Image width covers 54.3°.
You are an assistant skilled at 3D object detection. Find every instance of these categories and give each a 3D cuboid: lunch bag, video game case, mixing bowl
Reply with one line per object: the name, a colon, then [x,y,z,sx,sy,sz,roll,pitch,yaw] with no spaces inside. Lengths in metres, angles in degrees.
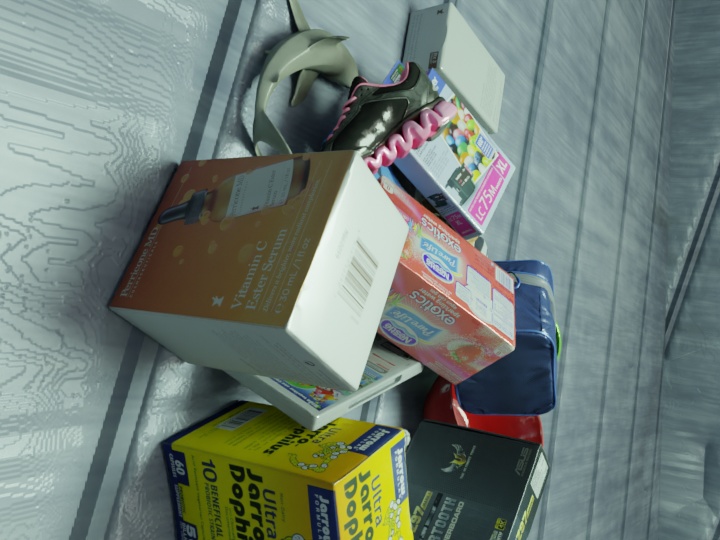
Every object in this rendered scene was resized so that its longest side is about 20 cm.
lunch bag: [0.181,0.075,0.893,0.203,0.132,0.134,75,20,-44]
video game case: [-0.039,0.088,0.708,0.198,0.141,0.018,-14,126,-55]
mixing bowl: [0.160,0.218,1.011,0.198,0.108,0.204,25,50,-34]

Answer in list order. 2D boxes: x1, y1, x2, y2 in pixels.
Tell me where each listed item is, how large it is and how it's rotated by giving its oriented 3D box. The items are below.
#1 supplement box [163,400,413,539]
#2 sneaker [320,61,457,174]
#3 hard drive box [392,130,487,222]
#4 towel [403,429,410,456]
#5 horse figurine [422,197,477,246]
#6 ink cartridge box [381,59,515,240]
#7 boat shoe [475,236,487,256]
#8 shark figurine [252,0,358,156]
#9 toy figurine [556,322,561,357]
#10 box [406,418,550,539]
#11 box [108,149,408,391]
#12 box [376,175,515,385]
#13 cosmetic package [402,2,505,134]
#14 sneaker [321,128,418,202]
supplement box: [-0.064,0.196,0.618,0.109,0.196,0.112,-20,107,-53]
sneaker: [0.002,-0.149,0.736,0.197,0.079,0.097,-32,92,-11]
hard drive box: [0.097,-0.142,0.957,0.198,0.075,0.160,17,77,-55]
towel: [-0.028,0.272,0.783,0.164,0.084,0.206,12,83,-54]
horse figurine: [0.114,-0.021,0.915,0.132,0.049,0.204,-41,144,-37]
ink cartridge box: [0.096,-0.148,0.836,0.200,0.042,0.121,43,58,-17]
boat shoe: [0.156,0.034,1.055,0.201,0.072,0.066,-56,130,-37]
shark figurine: [-0.053,-0.212,0.723,0.215,0.088,0.130,-52,131,-44]
toy figurine: [0.268,0.082,1.213,0.204,0.148,0.183,65,21,4]
box: [0.099,0.268,0.755,0.202,0.155,0.052,-57,133,-32]
box: [-0.082,-0.003,0.584,0.107,0.196,0.155,47,54,-47]
box: [0.062,0.015,0.727,0.198,0.094,0.104,35,40,-21]
cosmetic package: [0.139,-0.283,1.020,0.199,0.073,0.104,29,68,-51]
sneaker: [0.021,-0.075,0.814,0.078,0.065,0.203,-35,95,-46]
